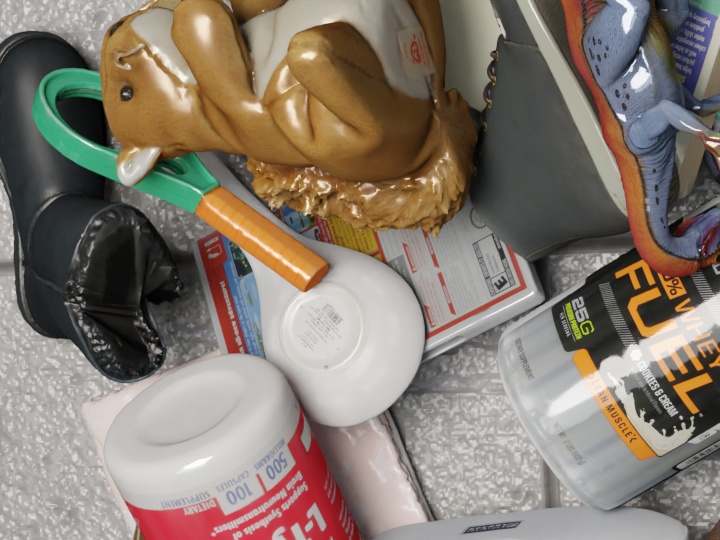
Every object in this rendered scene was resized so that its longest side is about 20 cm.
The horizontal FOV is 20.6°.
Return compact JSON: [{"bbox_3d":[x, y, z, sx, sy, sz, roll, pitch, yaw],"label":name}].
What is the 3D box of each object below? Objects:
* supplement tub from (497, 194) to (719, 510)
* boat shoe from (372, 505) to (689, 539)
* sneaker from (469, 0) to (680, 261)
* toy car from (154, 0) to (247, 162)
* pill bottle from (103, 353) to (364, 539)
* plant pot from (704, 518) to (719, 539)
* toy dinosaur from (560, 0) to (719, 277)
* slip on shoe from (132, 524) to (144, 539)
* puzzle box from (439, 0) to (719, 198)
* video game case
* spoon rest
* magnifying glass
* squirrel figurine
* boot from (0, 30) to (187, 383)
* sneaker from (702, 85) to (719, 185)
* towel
[{"bbox_3d":[0.187,0.037,1.106,0.200,0.123,0.123,-34,85,16],"label":"supplement tub"},{"bbox_3d":[0.099,0.179,1.135,0.200,0.072,0.068,-8,100,29],"label":"boat shoe"},{"bbox_3d":[0.086,-0.104,1.084,0.106,0.075,0.200,-24,88,40],"label":"sneaker"},{"bbox_3d":[-0.078,-0.161,1.162,0.164,0.158,0.200,20,114,1],"label":"toy car"},{"bbox_3d":[-0.058,0.157,1.136,0.112,0.112,0.200,-16,118,17],"label":"pill bottle"},{"bbox_3d":[0.267,0.166,1.079,0.187,0.187,0.200,23,87,13],"label":"plant pot"},{"bbox_3d":[0.148,-0.094,1.024,0.200,0.105,0.182,22,111,30],"label":"toy dinosaur"},{"bbox_3d":[-0.103,0.228,1.214,0.060,0.076,0.201,-1,88,-23],"label":"slip on shoe"},{"bbox_3d":[0.117,-0.138,1.116,0.200,0.025,0.133,29,118,29],"label":"puzzle box"},{"bbox_3d":[0.000,0.000,1.181,0.200,0.017,0.143,-27,60,17],"label":"video game case"},{"bbox_3d":[-0.040,0.005,1.165,0.099,0.061,0.200,-44,69,8],"label":"spoon rest"},{"bbox_3d":[-0.103,-0.053,1.134,0.200,0.080,0.022,37,123,11],"label":"magnifying glass"},{"bbox_3d":[-0.043,-0.084,1.075,0.186,0.142,0.200,-12,135,29],"label":"squirrel figurine"},{"bbox_3d":[-0.163,-0.042,1.179,0.076,0.168,0.201,-7,100,-25],"label":"boot"},{"bbox_3d":[0.184,-0.141,1.132,0.087,0.074,0.201,-6,98,47],"label":"sneaker"},{"bbox_3d":[-0.058,0.142,1.236,0.191,0.032,0.200,-23,89,16],"label":"towel"}]
